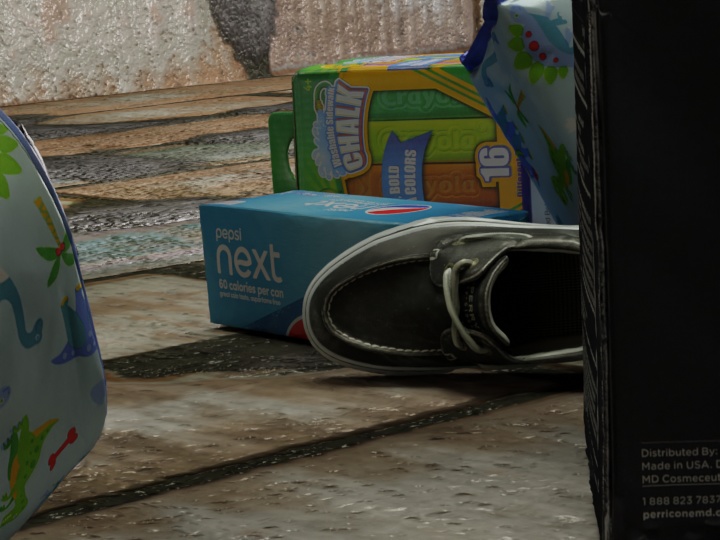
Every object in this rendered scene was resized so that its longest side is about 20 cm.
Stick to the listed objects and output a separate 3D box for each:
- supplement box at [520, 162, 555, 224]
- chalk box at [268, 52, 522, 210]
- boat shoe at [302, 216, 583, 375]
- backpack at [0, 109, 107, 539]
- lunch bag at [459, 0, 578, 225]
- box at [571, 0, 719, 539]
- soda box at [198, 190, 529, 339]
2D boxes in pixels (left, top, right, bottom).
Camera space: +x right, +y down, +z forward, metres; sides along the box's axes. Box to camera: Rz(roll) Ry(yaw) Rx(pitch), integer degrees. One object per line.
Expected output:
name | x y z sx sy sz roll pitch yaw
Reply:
supplement box | 0.182 -0.054 1.376 0.103 0.101 0.200 1 10 29
chalk box | 0.029 -0.075 1.512 0.200 0.125 0.124 -2 8 20
boat shoe | 0.063 0.008 1.055 0.200 0.072 0.071 -9 3 17
backpack | -0.193 0.026 0.757 0.200 0.183 0.147 5 35 31
lunch bag | 0.176 -0.094 1.171 0.200 0.170 0.127 -29 -8 -11
box | 0.138 -0.021 0.841 0.123 0.199 0.200 -3 9 4
soda box | 0.000 0.000 1.199 0.064 0.068 0.200 -11 11 -36
